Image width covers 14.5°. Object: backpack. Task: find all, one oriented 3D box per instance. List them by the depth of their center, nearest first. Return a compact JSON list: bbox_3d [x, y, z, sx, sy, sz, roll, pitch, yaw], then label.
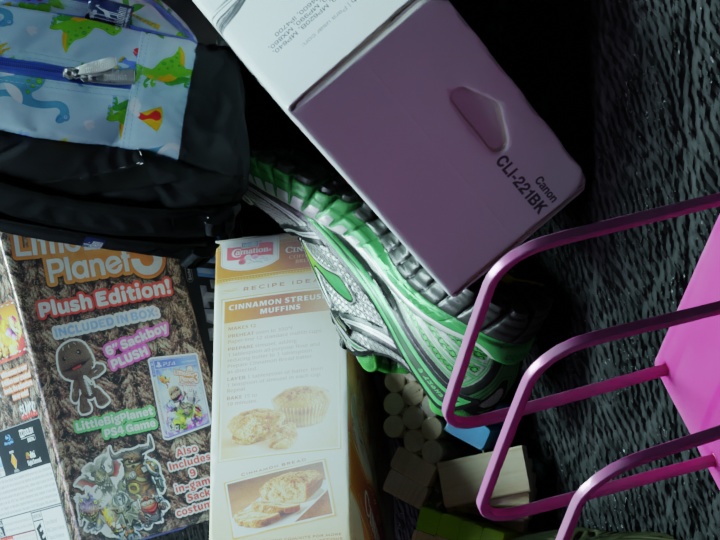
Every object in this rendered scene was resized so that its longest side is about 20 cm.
[{"bbox_3d":[-0.161,-0.080,1.340,0.163,0.199,0.154,127,140,-76],"label":"backpack"}]

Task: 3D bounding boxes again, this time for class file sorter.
[{"bbox_3d":[0.127,0.090,1.068,0.139,0.125,0.200,105,145,-54],"label":"file sorter"}]

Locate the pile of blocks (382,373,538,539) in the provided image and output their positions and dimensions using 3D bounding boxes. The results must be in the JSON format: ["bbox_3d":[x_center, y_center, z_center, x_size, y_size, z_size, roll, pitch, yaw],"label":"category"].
[{"bbox_3d":[0.053,0.086,1.387,0.062,0.082,0.201,8,-107,-65],"label":"pile of blocks"}]

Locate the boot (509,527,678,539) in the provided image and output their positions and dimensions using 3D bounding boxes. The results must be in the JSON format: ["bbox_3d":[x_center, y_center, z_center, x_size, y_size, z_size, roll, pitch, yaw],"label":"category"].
[{"bbox_3d":[0.122,0.219,1.266,0.175,0.066,0.201,174,83,-82],"label":"boot"}]

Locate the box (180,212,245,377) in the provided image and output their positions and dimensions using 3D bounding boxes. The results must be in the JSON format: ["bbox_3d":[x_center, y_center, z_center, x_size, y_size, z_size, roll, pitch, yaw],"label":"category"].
[{"bbox_3d":[-0.092,-0.022,1.605,0.199,0.049,0.201,-88,-12,-81],"label":"box"}]

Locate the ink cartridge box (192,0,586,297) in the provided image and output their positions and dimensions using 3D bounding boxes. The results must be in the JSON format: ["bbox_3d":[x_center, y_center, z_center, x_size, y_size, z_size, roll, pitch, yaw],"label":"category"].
[{"bbox_3d":[-0.004,-0.100,1.267,0.144,0.084,0.200,48,-178,-40],"label":"ink cartridge box"}]

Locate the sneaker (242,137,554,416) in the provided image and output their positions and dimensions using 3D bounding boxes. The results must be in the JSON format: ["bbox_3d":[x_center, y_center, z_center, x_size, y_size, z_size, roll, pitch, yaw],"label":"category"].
[{"bbox_3d":[0.000,0.000,1.341,0.200,0.078,0.085,41,121,37],"label":"sneaker"}]

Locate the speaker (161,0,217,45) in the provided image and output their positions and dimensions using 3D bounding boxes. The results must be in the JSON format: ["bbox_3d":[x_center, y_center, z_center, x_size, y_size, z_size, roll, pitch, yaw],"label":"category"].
[{"bbox_3d":[-0.117,-0.171,1.373,0.200,0.081,0.081,83,165,-63],"label":"speaker"}]

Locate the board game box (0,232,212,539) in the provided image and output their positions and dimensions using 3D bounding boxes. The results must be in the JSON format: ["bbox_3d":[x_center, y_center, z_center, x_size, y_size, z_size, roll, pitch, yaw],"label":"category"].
[{"bbox_3d":[-0.159,0.051,1.519,0.159,0.097,0.201,-19,85,62],"label":"board game box"}]

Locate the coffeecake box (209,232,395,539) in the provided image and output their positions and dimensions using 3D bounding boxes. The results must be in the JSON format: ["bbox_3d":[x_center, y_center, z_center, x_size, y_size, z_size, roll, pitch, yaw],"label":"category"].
[{"bbox_3d":[-0.027,0.104,1.418,0.154,0.073,0.200,76,-170,-49],"label":"coffeecake box"}]
